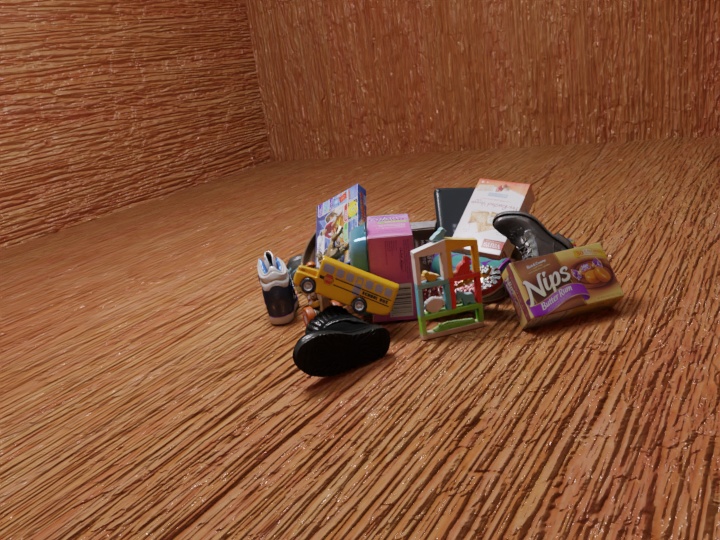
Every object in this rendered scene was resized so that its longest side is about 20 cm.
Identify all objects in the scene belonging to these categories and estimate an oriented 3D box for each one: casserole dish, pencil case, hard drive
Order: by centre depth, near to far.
[{"bbox_3d":[0.000,0.000,1.445,0.038,0.205,0.122,-4,22,1],"label":"casserole dish"},{"bbox_3d":[0.243,0.005,1.519,0.092,0.086,0.198,-38,30,-29],"label":"pencil case"},{"bbox_3d":[0.254,-0.104,1.681,0.136,0.205,0.033,-2,-21,-6],"label":"hard drive"}]

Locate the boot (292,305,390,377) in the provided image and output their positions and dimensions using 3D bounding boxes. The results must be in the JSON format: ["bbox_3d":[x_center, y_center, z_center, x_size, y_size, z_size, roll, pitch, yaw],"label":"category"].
[{"bbox_3d":[-0.065,0.124,1.272,0.208,0.081,0.157,-2,16,-39],"label":"boot"}]

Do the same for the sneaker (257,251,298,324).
[{"bbox_3d":[-0.187,0.021,1.566,0.079,0.150,0.200,-9,17,-4],"label":"sneaker"}]

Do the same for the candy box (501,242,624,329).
[{"bbox_3d":[0.379,0.028,1.317,0.195,0.119,0.057,-11,-25,-13],"label":"candy box"}]

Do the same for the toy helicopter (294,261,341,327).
[{"bbox_3d":[-0.109,0.036,1.505,0.077,0.135,0.199,-14,18,-19],"label":"toy helicopter"}]

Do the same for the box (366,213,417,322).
[{"bbox_3d":[0.066,-0.010,1.488,0.094,0.180,0.200,-5,16,1],"label":"box"}]

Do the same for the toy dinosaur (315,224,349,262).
[{"bbox_3d":[-0.053,-0.040,1.488,0.058,0.102,0.200,32,-2,-8],"label":"toy dinosaur"}]

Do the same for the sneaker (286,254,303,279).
[{"bbox_3d":[-0.090,-0.008,1.777,0.195,0.077,0.080,-15,30,0],"label":"sneaker"}]

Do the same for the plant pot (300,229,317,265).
[{"bbox_3d":[-0.044,-0.021,1.656,0.198,0.205,0.092,9,-17,45],"label":"plant pot"}]

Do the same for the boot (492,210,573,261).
[{"bbox_3d":[0.340,-0.023,1.412,0.197,0.070,0.175,26,50,9],"label":"boot"}]

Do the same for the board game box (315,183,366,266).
[{"bbox_3d":[-0.045,-0.083,1.598,0.134,0.204,0.034,-24,-37,34],"label":"board game box"}]

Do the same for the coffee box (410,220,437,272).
[{"bbox_3d":[0.095,-0.052,1.723,0.195,0.117,0.080,-5,16,13],"label":"coffee box"}]

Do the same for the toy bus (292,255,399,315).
[{"bbox_3d":[-0.029,0.029,1.354,0.196,0.080,0.065,21,1,0],"label":"toy bus"}]

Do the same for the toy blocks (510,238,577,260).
[{"bbox_3d":[0.441,-0.040,1.587,0.134,0.102,0.199,-3,14,-24],"label":"toy blocks"}]

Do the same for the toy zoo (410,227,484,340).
[{"bbox_3d":[0.163,0.020,1.307,0.128,0.205,0.020,-11,17,-12],"label":"toy zoo"}]

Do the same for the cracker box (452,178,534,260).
[{"bbox_3d":[0.303,-0.112,1.608,0.132,0.058,0.203,11,64,35],"label":"cracker box"}]

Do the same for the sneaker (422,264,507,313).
[{"bbox_3d":[0.203,0.058,1.406,0.197,0.082,0.079,-15,46,30],"label":"sneaker"}]
